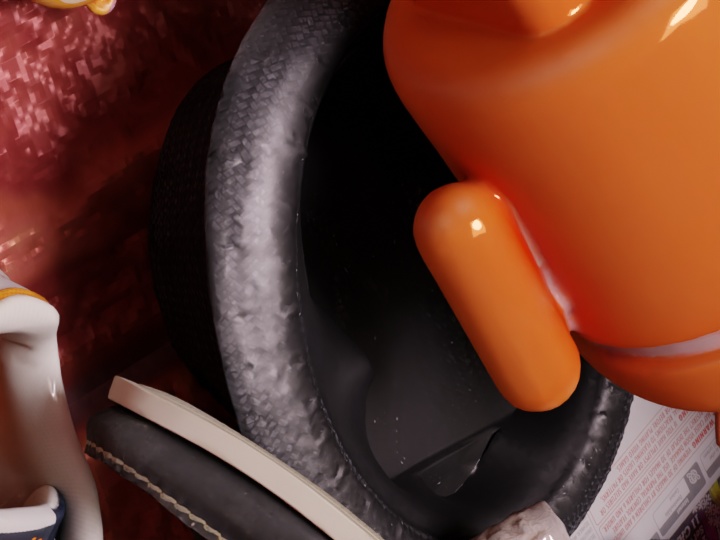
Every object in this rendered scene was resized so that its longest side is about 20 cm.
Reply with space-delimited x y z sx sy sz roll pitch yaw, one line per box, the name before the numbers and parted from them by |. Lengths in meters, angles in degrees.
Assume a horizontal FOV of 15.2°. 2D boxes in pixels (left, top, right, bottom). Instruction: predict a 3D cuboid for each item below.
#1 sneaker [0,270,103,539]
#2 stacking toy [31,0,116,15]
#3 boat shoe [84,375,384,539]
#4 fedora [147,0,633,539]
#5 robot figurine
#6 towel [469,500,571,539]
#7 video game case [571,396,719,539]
sneaker | -0.117 0.095 0.701 0.078 0.079 0.201 0 93 -45
stacking toy | -0.025 -0.138 0.783 0.200 0.110 0.117 -38 120 -25
boat shoe | 0.000 0.107 0.693 0.200 0.072 0.068 44 82 -8
fedora | 0.000 0.000 0.803 0.200 0.091 0.202 -3 94 -45
robot figurine | 0.084 -0.043 0.736 0.200 0.116 0.144 54 33 -32
towel | 0.038 0.180 0.771 0.132 0.034 0.201 -30 111 -11
video game case | 0.117 0.092 0.961 0.200 0.036 0.182 -46 122 -34
